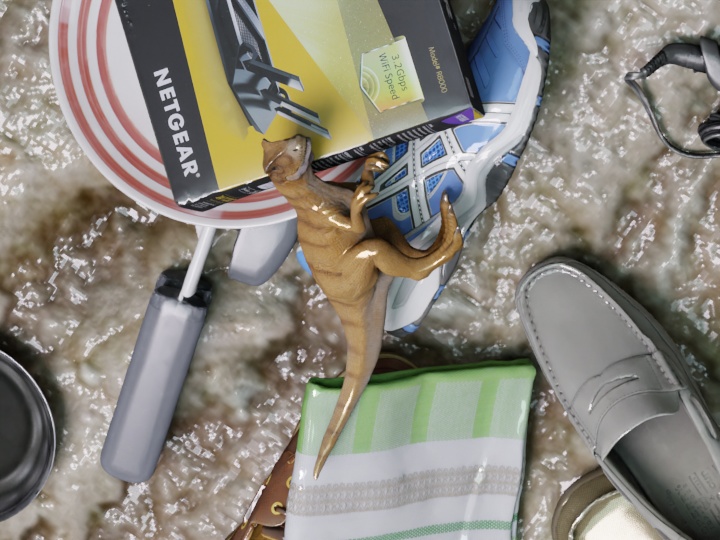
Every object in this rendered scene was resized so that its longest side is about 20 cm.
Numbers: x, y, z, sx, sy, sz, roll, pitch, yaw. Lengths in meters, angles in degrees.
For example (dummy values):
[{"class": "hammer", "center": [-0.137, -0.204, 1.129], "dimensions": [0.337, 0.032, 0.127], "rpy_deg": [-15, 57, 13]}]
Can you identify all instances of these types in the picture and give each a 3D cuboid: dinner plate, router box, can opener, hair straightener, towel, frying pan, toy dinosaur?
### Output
[{"class": "dinner plate", "center": [-0.063, -0.121, 1.162], "dimensions": [0.199, 0.024, 0.201], "rpy_deg": [0, 89, 10]}, {"class": "router box", "center": [-0.042, -0.147, 1.121], "dimensions": [0.157, 0.052, 0.201], "rpy_deg": [-19, 85, 9]}, {"class": "can opener", "center": [-0.089, 0.027, 1.221], "dimensions": [0.066, 0.053, 0.200], "rpy_deg": [23, 109, -3]}, {"class": "hair straightener", "center": [0.231, -0.067, 1.161], "dimensions": [0.199, 0.041, 0.077], "rpy_deg": [14, 109, 1]}, {"class": "towel", "center": [0.025, 0.149, 1.221], "dimensions": [0.149, 0.031, 0.201], "rpy_deg": [-6, 113, -31]}, {"class": "frying pan", "center": [-0.254, 0.064, 1.263], "dimensions": [0.190, 0.031, 0.115], "rpy_deg": [43, 107, -5]}, {"class": "toy dinosaur", "center": [0.000, 0.000, 1.121], "dimensions": [0.106, 0.060, 0.200], "rpy_deg": [-16, 125, 0]}]

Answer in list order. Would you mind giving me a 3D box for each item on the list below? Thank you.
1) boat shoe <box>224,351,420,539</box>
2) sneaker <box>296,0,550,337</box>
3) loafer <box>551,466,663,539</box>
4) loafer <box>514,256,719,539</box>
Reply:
[{"class": "boat shoe", "center": [-0.024, 0.136, 1.242], "dimensions": [0.072, 0.068, 0.200], "rpy_deg": [33, 108, -5]}, {"class": "sneaker", "center": [0.036, -0.061, 1.166], "dimensions": [0.077, 0.076, 0.200], "rpy_deg": [26, 108, -7]}, {"class": "loafer", "center": [0.204, 0.150, 1.222], "dimensions": [0.199, 0.067, 0.076], "rpy_deg": [4, 109, 5]}, {"class": "loafer", "center": [0.148, 0.075, 1.175], "dimensions": [0.070, 0.070, 0.200], "rpy_deg": [-41, 75, 10]}]
